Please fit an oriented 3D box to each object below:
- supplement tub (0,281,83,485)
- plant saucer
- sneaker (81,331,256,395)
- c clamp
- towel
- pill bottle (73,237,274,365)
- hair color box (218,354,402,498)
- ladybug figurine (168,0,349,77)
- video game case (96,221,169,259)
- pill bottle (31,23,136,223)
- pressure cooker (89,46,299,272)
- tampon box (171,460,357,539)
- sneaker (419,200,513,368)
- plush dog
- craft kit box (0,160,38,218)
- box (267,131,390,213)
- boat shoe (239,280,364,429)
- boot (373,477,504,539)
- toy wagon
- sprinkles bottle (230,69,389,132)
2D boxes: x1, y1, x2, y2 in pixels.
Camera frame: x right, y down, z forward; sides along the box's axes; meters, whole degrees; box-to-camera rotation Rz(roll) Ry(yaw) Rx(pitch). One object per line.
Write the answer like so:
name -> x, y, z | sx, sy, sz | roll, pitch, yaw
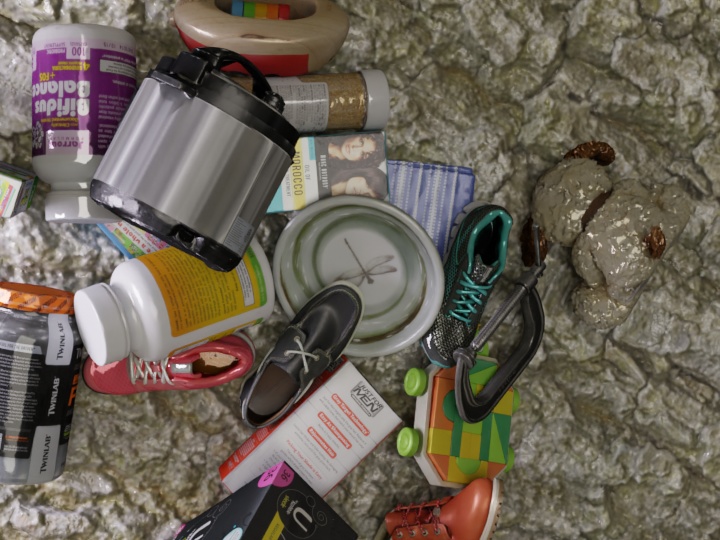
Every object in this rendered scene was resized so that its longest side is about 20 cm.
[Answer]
supplement tub -> -0.366, 0.119, 1.314 | 0.121, 0.122, 0.203 | 9, 94, -11
plant saucer -> 0.000, 0.000, 1.377 | 0.197, 0.050, 0.203 | 5, 118, 9
sneaker -> -0.213, 0.099, 1.359 | 0.197, 0.087, 0.075 | -7, 95, -10
c clamp -> 0.159, 0.070, 1.387 | 0.201, 0.027, 0.172 | -52, 142, -24
towel -> 0.034, -0.059, 1.430 | 0.197, 0.024, 0.147 | 6, 96, -10
pill bottle -> -0.201, 0.031, 1.313 | 0.198, 0.111, 0.113 | -19, 99, -30
hair color box -> -0.059, 0.202, 1.410 | 0.200, 0.061, 0.102 | -42, 102, -4
ladybug figurine -> -0.111, -0.260, 1.337 | 0.197, 0.137, 0.073 | 6, 125, -2
video game case -> -0.202, -0.096, 1.381 | 0.200, 0.018, 0.143 | -43, 101, -5
pill bottle -> -0.295, -0.153, 1.302 | 0.110, 0.112, 0.203 | -1, 88, -11
pressure cooker -> -0.156, -0.120, 1.224 | 0.177, 0.176, 0.202 | 29, 86, -15
tampon box -> -0.128, 0.332, 1.319 | 0.126, 0.150, 0.199 | 45, 125, -11
sneaker -> 0.121, 0.011, 1.379 | 0.077, 0.091, 0.203 | 18, 82, -11
plush dog -> 0.277, -0.056, 1.424 | 0.171, 0.160, 0.201 | 33, 86, 15
craft kit box -> -0.435, -0.109, 1.244 | 0.197, 0.197, 0.049 | 19, 90, -11
box -> -0.068, -0.108, 1.369 | 0.197, 0.049, 0.084 | -6, 96, -9
boat shoe -> -0.065, 0.098, 1.368 | 0.072, 0.068, 0.200 | 39, 106, -8
boot -> 0.087, 0.293, 1.395 | 0.106, 0.076, 0.201 | 26, 128, -11
toy wagon -> 0.121, 0.152, 1.425 | 0.153, 0.039, 0.203 | 13, 78, -31
sprinkles bottle -> -0.068, -0.187, 1.363 | 0.197, 0.068, 0.069 | -5, 96, -17
